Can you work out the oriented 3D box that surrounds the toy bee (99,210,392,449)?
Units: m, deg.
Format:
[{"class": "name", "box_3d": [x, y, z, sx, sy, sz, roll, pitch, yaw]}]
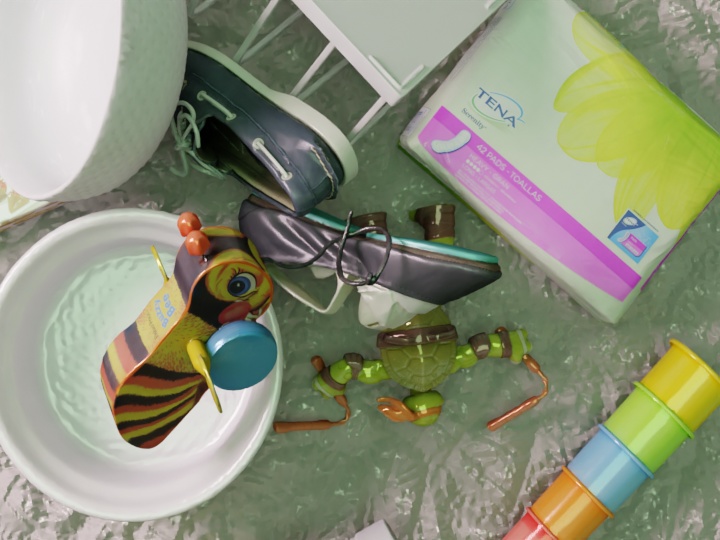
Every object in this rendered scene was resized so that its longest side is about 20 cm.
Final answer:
[{"class": "toy bee", "box_3d": [-0.095, 0.014, 0.837, 0.201, 0.130, 0.109, -54, 134, -8]}]

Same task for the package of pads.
[{"class": "package of pads", "box_3d": [0.147, -0.086, 0.963, 0.199, 0.068, 0.155, 39, 89, -2]}]

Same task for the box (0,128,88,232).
[{"class": "box", "box_3d": [-0.270, -0.042, 0.965, 0.198, 0.041, 0.039, -24, 90, -3]}]

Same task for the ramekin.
[{"class": "ramekin", "box_3d": [-0.150, 0.061, 0.939, 0.197, 0.098, 0.204, 0, 90, -2]}]

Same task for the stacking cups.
[{"class": "stacking cups", "box_3d": [0.173, 0.140, 0.965, 0.060, 0.061, 0.200, 44, 88, -1]}]

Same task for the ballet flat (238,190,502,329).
[{"class": "ballet flat", "box_3d": [0.000, 0.000, 0.904, 0.198, 0.073, 0.074, 17, 89, 29]}]

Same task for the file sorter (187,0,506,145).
[{"class": "file sorter", "box_3d": [-0.029, -0.193, 0.914, 0.200, 0.124, 0.139, 46, 55, -1]}]

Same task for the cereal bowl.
[{"class": "cereal bowl", "box_3d": [-0.170, -0.144, 0.887, 0.082, 0.199, 0.204, 0, 89, -40]}]

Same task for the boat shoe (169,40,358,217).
[{"class": "boat shoe", "box_3d": [-0.090, -0.092, 0.917, 0.199, 0.075, 0.062, 32, 61, 29]}]

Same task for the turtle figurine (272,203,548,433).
[{"class": "turtle figurine", "box_3d": [0.027, 0.041, 0.959, 0.197, 0.064, 0.164, -8, 88, 2]}]

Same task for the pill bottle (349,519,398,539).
[{"class": "pill bottle", "box_3d": [-0.047, 0.256, 0.933, 0.198, 0.111, 0.112, -31, 90, -2]}]
